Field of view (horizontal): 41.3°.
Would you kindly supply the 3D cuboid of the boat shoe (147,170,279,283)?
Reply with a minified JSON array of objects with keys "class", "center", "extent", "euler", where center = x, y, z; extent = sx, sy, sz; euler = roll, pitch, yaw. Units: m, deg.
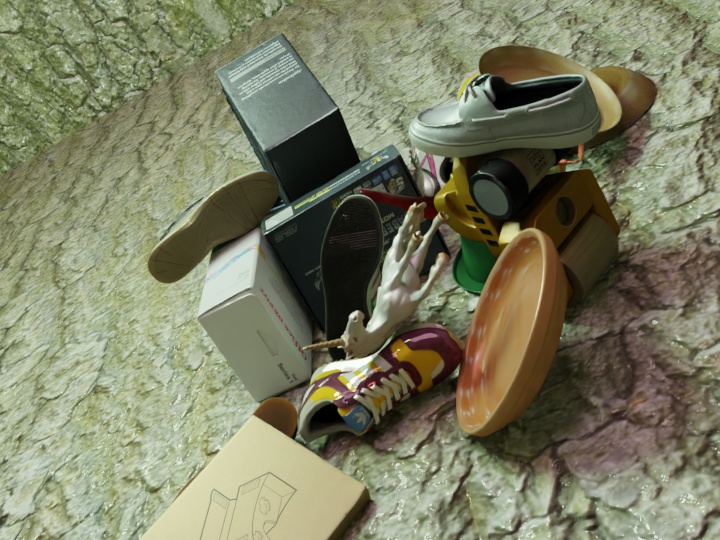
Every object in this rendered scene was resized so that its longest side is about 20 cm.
[{"class":"boat shoe","center":[-0.193,-0.065,1.231],"extent":[0.199,0.072,0.065],"euler":[-40,29,1]}]

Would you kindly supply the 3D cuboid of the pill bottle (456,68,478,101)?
[{"class":"pill bottle","center":[0.191,-0.225,1.348],"extent":[0.103,0.106,0.200],"euler":[-26,16,10]}]

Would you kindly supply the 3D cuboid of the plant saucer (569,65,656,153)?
[{"class":"plant saucer","center":[0.313,-0.234,1.344],"extent":[0.197,0.036,0.201],"euler":[-26,27,14]}]

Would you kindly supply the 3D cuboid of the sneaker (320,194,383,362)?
[{"class":"sneaker","center":[0.000,0.000,1.133],"extent":[0.082,0.205,0.121],"euler":[6,19,5]}]

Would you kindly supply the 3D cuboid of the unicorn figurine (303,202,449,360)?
[{"class":"unicorn figurine","center":[0.037,0.013,0.996],"extent":[0.139,0.073,0.200],"euler":[-58,-7,29]}]

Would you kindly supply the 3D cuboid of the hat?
[{"class":"hat","center":[0.143,-0.089,1.112],"extent":[0.163,0.178,0.201],"euler":[-3,37,44]}]

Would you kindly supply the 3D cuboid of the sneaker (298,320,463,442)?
[{"class":"sneaker","center":[0.021,0.126,0.999],"extent":[0.198,0.075,0.091],"euler":[-28,24,30]}]

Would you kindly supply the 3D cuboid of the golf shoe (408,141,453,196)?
[{"class":"golf shoe","center":[0.116,-0.155,1.391],"extent":[0.090,0.073,0.202],"euler":[-12,41,22]}]

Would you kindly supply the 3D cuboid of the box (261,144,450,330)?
[{"class":"box","center":[-0.005,-0.039,1.212],"extent":[0.197,0.159,0.051],"euler":[-28,26,3]}]

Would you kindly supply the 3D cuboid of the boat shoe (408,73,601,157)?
[{"class":"boat shoe","center":[0.136,-0.162,0.943],"extent":[0.197,0.072,0.071],"euler":[0,41,26]}]

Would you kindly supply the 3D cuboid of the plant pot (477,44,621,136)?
[{"class":"plant pot","center":[0.241,-0.228,1.240],"extent":[0.195,0.028,0.202],"euler":[11,41,-10]}]

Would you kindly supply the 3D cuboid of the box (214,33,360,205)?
[{"class":"box","center":[-0.087,-0.179,1.320],"extent":[0.116,0.198,0.201],"euler":[-30,50,-4]}]

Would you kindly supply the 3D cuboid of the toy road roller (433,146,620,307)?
[{"class":"toy road roller","center":[0.170,-0.062,1.027],"extent":[0.123,0.202,0.145],"euler":[-44,20,-28]}]

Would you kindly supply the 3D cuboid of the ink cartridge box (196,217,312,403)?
[{"class":"ink cartridge box","center":[-0.128,0.045,1.213],"extent":[0.083,0.146,0.201],"euler":[-26,26,12]}]

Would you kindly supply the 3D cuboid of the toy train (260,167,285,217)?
[{"class":"toy train","center":[-0.132,-0.103,1.512],"extent":[0.197,0.116,0.087],"euler":[-18,26,27]}]

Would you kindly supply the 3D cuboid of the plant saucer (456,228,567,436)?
[{"class":"plant saucer","center":[0.144,0.061,0.906],"extent":[0.200,0.037,0.204],"euler":[-161,89,-83]}]

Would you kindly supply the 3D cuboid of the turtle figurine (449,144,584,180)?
[{"class":"turtle figurine","center":[0.198,-0.120,1.231],"extent":[0.158,0.066,0.200],"euler":[-14,12,-4]}]

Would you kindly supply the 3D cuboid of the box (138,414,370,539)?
[{"class":"box","center":[-0.109,0.249,0.914],"extent":[0.161,0.022,0.200],"euler":[24,56,32]}]

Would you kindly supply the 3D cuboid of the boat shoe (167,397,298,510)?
[{"class":"boat shoe","center":[-0.134,0.225,1.010],"extent":[0.200,0.070,0.071],"euler":[-46,-8,-30]}]
